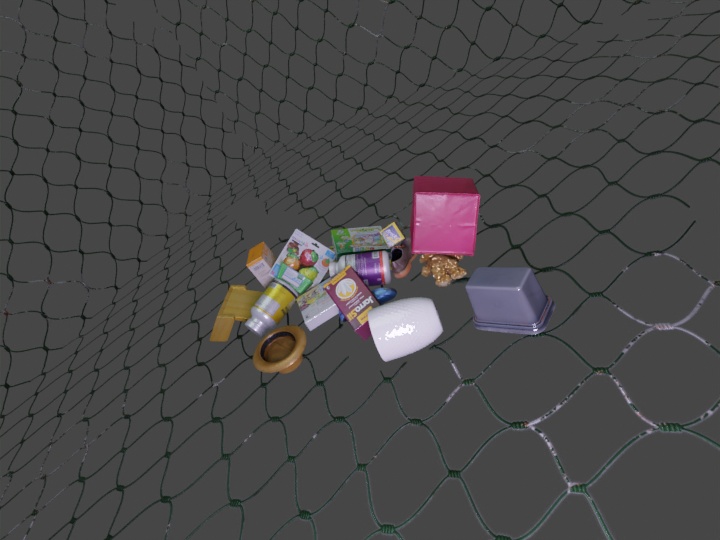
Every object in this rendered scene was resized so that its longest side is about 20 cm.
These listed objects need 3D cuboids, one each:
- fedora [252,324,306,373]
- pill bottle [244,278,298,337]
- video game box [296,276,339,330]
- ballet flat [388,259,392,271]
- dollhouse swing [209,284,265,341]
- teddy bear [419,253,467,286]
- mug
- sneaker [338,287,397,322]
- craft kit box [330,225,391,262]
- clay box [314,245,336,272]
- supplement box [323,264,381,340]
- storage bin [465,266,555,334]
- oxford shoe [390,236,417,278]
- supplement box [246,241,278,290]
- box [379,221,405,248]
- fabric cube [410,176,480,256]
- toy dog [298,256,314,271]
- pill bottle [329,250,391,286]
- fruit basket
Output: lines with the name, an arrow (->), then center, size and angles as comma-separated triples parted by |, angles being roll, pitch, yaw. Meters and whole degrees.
fedora -> -0.243, 0.262, 1.659 | 0.199, 0.082, 0.201 | -19, 35, 14
pill bottle -> -0.321, 0.136, 1.886 | 0.112, 0.112, 0.201 | 12, 60, 51
video game box -> -0.117, 0.100, 1.827 | 0.199, 0.047, 0.182 | -32, 31, -1
ballet flat -> 0.027, -0.013, 1.843 | 0.199, 0.067, 0.067 | -13, 33, 30
dollhouse swing -> -0.457, 0.178, 2.045 | 0.201, 0.175, 0.183 | -86, 18, -56
teddy bear -> 0.253, -0.020, 1.638 | 0.144, 0.067, 0.201 | -20, 31, 15
mug -> 0.130, 0.147, 1.442 | 0.174, 0.149, 0.200 | -20, 0, 9
sneaker -> 0.025, 0.114, 1.667 | 0.199, 0.066, 0.079 | -18, 55, 15
craft kit box -> -0.001, -0.099, 1.945 | 0.198, 0.049, 0.198 | -6, 27, -8
clay box -> -0.075, -0.043, 2.007 | 0.199, 0.048, 0.115 | 1, 42, 46
supplement box -> -0.011, 0.096, 1.600 | 0.110, 0.086, 0.200 | -39, 55, 0
storage bin -> 0.371, 0.059, 1.333 | 0.199, 0.135, 0.146 | 2, 43, 44
oxford shoe -> 0.147, -0.063, 1.799 | 0.071, 0.073, 0.201 | -16, 32, 27
supplement box -> -0.347, 0.006, 2.033 | 0.073, 0.200, 0.126 | -29, 30, 11
box -> 0.114, -0.127, 1.846 | 0.064, 0.070, 0.200 | -33, 2, 9
fabric cube -> 0.258, -0.172, 1.646 | 0.194, 0.202, 0.200 | 3, 24, 3
toy dog -> -0.247, -0.033, 2.067 | 0.132, 0.096, 0.200 | -55, 28, 6
pill bottle -> 0.000, 0.000, 1.748 | 0.198, 0.113, 0.113 | -7, 32, 4
fruit basket -> -0.214, -0.024, 1.942 | 0.201, 0.184, 0.094 | -58, -3, 0
